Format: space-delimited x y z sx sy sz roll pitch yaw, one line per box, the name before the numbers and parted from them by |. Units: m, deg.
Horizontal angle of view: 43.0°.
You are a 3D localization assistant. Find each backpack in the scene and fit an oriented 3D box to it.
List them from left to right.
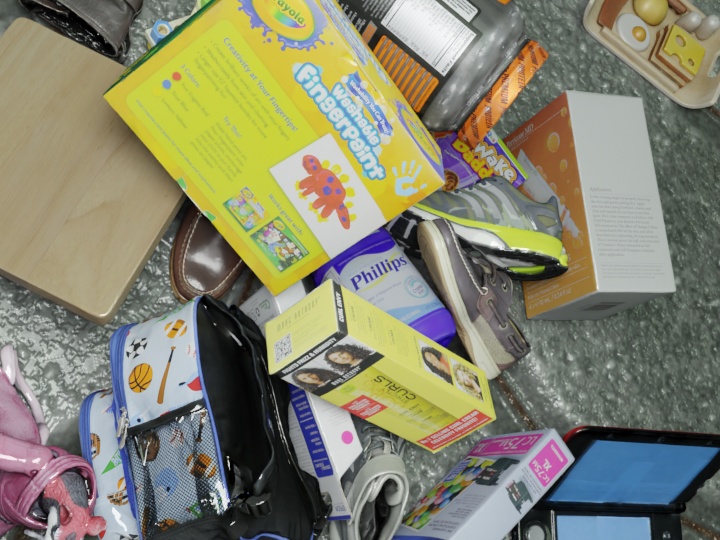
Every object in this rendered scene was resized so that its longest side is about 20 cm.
backpack | -0.120 0.123 0.695 0.152 0.200 0.193 -13 68 7

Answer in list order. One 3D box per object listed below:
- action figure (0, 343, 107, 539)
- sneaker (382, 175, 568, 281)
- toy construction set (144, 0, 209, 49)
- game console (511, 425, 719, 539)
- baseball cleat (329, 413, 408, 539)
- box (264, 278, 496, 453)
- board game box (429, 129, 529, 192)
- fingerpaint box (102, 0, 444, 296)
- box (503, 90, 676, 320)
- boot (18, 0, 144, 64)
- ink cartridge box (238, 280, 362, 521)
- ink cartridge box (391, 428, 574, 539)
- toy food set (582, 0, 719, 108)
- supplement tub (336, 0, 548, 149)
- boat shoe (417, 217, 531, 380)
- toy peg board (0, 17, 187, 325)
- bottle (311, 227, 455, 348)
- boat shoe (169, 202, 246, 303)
action figure | -0.229 0.150 0.636 0.149 0.198 0.135 -43 125 -41
sneaker | 0.100 -0.051 0.855 0.197 0.074 0.082 16 62 -12
toy construction set | -0.097 -0.249 0.868 0.131 0.092 0.201 37 75 -9
game console | 0.253 0.244 0.855 0.197 0.119 0.175 7 72 -21
baseball cleat | 0.019 0.151 0.787 0.069 0.106 0.203 10 69 -15
box | 0.020 0.081 0.721 0.199 0.075 0.051 33 35 -40
board game box | 0.059 -0.131 0.921 0.134 0.045 0.201 -40 93 -28
fingerpaint box | -0.058 -0.110 0.684 0.201 0.166 0.074 50 19 -22
box | 0.227 -0.061 0.929 0.096 0.124 0.203 1 74 -23
boot | -0.255 -0.304 0.820 0.199 0.069 0.175 36 64 -13
ink cartridge box | -0.047 0.110 0.775 0.037 0.095 0.203 -14 81 -26
ink cartridge box | 0.084 0.215 0.788 0.200 0.119 0.042 -41 95 -27
toy food set | 0.368 -0.305 1.098 0.199 0.060 0.145 34 64 -11
supplement tub | 0.045 -0.197 0.731 0.199 0.123 0.123 40 63 0
boat shoe | 0.107 0.021 0.831 0.064 0.072 0.201 -26 129 2
toy peg board | -0.243 -0.069 0.757 0.197 0.098 0.202 25 64 2
bottle | 0.000 0.000 0.822 0.083 0.066 0.201 -25 68 -29
boat shoe | -0.109 -0.063 0.814 0.070 0.070 0.202 27 67 -15
